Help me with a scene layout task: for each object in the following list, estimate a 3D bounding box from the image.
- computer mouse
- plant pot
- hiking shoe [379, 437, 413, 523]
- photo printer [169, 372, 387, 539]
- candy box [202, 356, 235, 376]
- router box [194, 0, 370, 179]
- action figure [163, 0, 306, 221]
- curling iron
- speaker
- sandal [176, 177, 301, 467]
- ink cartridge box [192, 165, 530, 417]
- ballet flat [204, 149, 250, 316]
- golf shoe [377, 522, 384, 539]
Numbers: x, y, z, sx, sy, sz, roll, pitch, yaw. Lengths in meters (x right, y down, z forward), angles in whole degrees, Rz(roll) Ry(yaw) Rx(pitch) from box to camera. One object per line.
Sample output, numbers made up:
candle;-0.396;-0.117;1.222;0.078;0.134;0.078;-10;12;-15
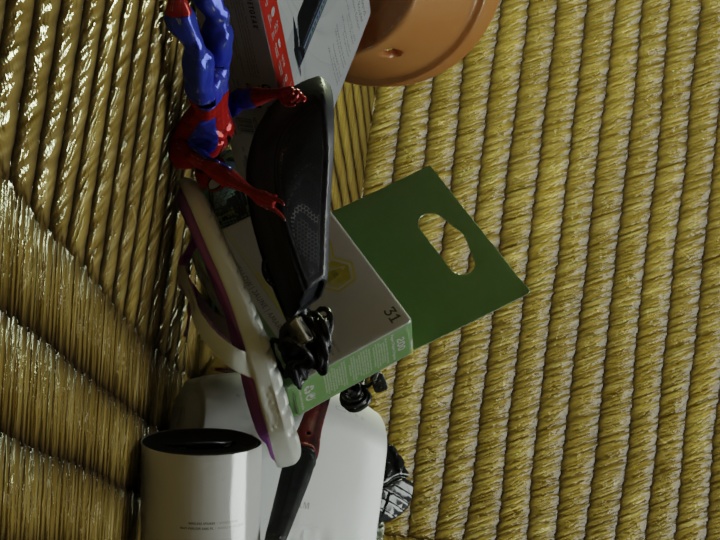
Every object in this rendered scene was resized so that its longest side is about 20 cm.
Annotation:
computer mouse;-0.048;-0.029;1.345;0.139;0.052;0.201;129;-37;-77
plant pot;0.001;-0.240;1.622;0.140;0.199;0.201;-26;124;-70
hiking shoe;-0.041;0.116;1.605;0.101;0.075;0.201;-39;-112;42
photo printer;-0.065;0.174;1.475;0.069;0.166;0.201;-9;-110;60
candy box;-0.104;0.139;1.624;0.200;0.056;0.117;-74;170;-82
router box;-0.051;-0.189;1.428;0.200;0.049;0.180;78;26;-52
action figure;-0.072;-0.112;1.271;0.065;0.099;0.201;-56;163;-37
curling iron;-0.030;0.120;1.417;0.200;0.049;0.026;-61;138;-48
speaker;-0.105;0.206;1.358;0.081;0.081;0.201;-65;156;-80
sandal;-0.091;0.039;1.362;0.082;0.050;0.204;-169;-122;-81
ink cartridge box;0.000;0.000;1.473;0.146;0.199;0.048;53;-16;32
ballet flat;-0.082;-0.016;1.572;0.200;0.074;0.075;92;5;-60
golf shoe;-0.035;0.169;1.711;0.097;0.078;0.201;15;-61;62
